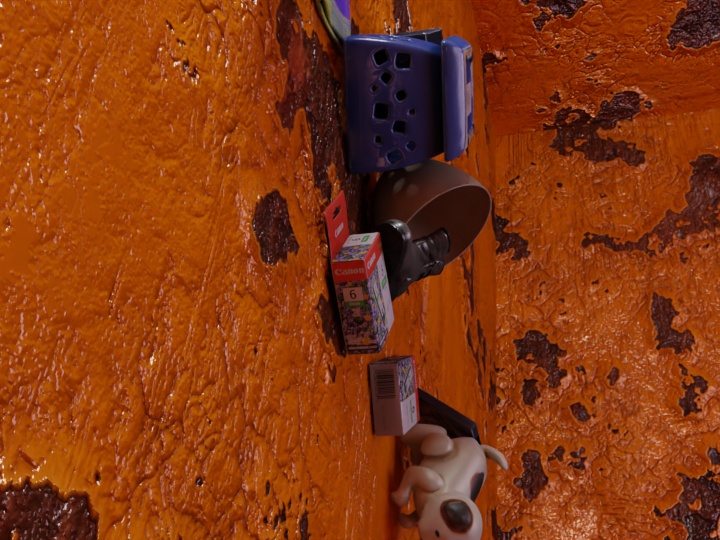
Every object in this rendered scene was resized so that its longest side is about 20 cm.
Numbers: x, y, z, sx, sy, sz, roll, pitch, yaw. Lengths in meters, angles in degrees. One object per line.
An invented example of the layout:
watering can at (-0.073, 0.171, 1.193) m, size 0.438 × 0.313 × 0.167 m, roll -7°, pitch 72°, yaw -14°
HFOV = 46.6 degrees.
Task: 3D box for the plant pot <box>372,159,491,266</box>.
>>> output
plant pot at (0.095, -0.105, 1.363) m, size 0.135 × 0.199 × 0.201 m, roll 53°, pitch -2°, yaw 30°

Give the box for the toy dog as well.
toy dog at (0.144, 0.371, 1.352) m, size 0.201 × 0.191 × 0.141 m, roll -84°, pitch 174°, yaw -56°

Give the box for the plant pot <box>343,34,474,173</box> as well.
plant pot at (0.081, -0.262, 1.281) m, size 0.200 × 0.177 × 0.203 m, roll -54°, pitch 142°, yaw -69°

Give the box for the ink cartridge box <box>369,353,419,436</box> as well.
ink cartridge box at (0.064, 0.195, 1.353) m, size 0.200 × 0.050 × 0.111 m, roll 1°, pitch 84°, yaw -75°

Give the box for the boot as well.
boot at (0.080, -0.035, 1.262) m, size 0.068 × 0.130 × 0.201 m, roll 51°, pitch -22°, yaw 22°

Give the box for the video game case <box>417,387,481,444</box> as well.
video game case at (0.154, 0.279, 1.497) m, size 0.019 × 0.142 × 0.201 m, roll -52°, pitch 151°, yaw -17°

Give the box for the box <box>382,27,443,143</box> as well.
box at (0.088, -0.315, 1.475) m, size 0.197 × 0.116 × 0.203 m, roll -52°, pitch 137°, yaw -68°

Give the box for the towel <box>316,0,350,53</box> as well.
towel at (-0.040, -0.440, 1.217) m, size 0.144 × 0.022 × 0.203 m, roll 50°, pitch 38°, yaw -66°

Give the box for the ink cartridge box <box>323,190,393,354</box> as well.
ink cartridge box at (0.000, 0.000, 1.144) m, size 0.109 × 0.050 × 0.203 m, roll -60°, pitch 143°, yaw -65°
